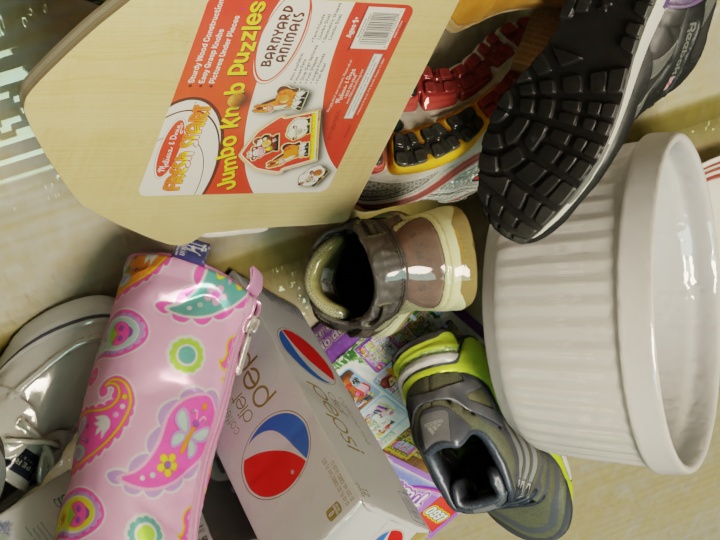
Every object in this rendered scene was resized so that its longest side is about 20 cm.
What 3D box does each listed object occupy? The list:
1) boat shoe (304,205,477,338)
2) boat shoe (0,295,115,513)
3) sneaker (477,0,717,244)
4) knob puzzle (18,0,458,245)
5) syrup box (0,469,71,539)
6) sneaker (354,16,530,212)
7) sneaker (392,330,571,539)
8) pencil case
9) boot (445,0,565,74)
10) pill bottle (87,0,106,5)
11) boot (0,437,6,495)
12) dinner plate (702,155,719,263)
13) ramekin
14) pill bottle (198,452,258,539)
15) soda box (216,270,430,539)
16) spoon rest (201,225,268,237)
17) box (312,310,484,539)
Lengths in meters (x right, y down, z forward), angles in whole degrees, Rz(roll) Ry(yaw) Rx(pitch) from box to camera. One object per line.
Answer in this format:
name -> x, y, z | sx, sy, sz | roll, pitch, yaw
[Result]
boat shoe -> 0.000, 0.001, 0.819 | 0.066, 0.201, 0.072 | -3, 86, -20
boat shoe -> -0.204, 0.098, 0.852 | 0.200, 0.066, 0.072 | -38, 127, 3
sneaker -> 0.138, -0.098, 0.765 | 0.087, 0.076, 0.201 | 11, 112, -45
knob puzzle -> -0.066, -0.090, 0.699 | 0.218, 0.031, 0.220 | -18, 146, -13
syrup box -> -0.218, 0.196, 0.798 | 0.081, 0.079, 0.200 | -40, 176, 36
sneaker -> 0.069, -0.088, 0.854 | 0.199, 0.078, 0.082 | -15, 157, -20
sneaker -> 0.079, 0.127, 0.937 | 0.073, 0.081, 0.200 | -22, 133, 22
pencil case -> -0.112, 0.088, 0.804 | 0.087, 0.087, 0.201 | 27, 68, -39
boot -> 0.072, -0.190, 0.764 | 0.200, 0.071, 0.145 | 20, 96, -32
pill bottle -> -0.163, -0.186, 0.624 | 0.199, 0.106, 0.107 | 14, 119, -35
boot -> -0.279, 0.092, 0.748 | 0.210, 0.158, 0.080 | -29, 130, 5
dinner plate -> 0.244, -0.004, 1.030 | 0.199, 0.024, 0.201 | -14, 131, -17
ramekin -> 0.147, 0.020, 0.884 | 0.104, 0.201, 0.201 | -1, 139, 24
pill bottle -> -0.079, 0.174, 0.886 | 0.113, 0.200, 0.115 | -14, 131, -16
soda box -> -0.040, 0.093, 0.841 | 0.068, 0.200, 0.064 | -46, 133, 13
spoon rest -> -0.072, -0.121, 0.766 | 0.099, 0.061, 0.201 | -6, 114, -24
box -> 0.037, 0.090, 0.989 | 0.137, 0.039, 0.200 | -42, 133, 8
